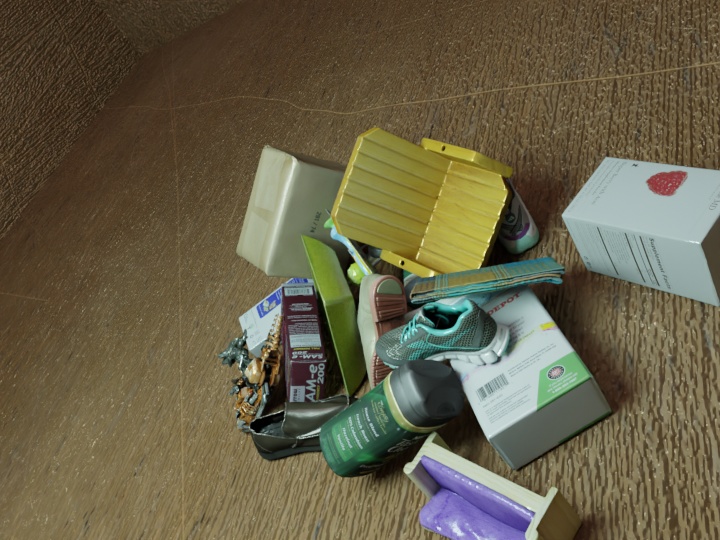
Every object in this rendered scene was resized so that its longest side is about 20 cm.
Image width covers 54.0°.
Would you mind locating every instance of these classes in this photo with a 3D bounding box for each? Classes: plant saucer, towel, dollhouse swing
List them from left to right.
[{"bbox_3d":[-0.036,0.065,1.137,0.047,0.201,0.201,-16,35,-5],"label":"plant saucer"},{"bbox_3d":[0.090,-0.099,1.053,0.181,0.175,0.202,26,97,44],"label":"dollhouse swing"},{"bbox_3d":[0.170,0.013,0.958,0.198,0.022,0.147,-10,5,11],"label":"towel"}]

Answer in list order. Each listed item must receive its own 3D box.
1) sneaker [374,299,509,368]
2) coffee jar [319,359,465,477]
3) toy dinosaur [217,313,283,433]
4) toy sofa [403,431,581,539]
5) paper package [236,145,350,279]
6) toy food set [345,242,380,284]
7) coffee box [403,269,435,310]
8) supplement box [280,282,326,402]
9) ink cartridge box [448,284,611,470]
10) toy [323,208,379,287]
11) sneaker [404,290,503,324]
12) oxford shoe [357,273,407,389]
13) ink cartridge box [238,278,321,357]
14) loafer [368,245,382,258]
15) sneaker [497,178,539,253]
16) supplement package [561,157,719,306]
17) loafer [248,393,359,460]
[{"bbox_3d":[0.093,0.077,0.934,0.199,0.091,0.078,-15,42,36],"label":"sneaker"},{"bbox_3d":[0.041,0.194,0.928,0.200,0.104,0.086,-44,57,35],"label":"coffee jar"},{"bbox_3d":[-0.165,0.170,1.186,0.200,0.102,0.136,-50,32,5],"label":"toy dinosaur"},{"bbox_3d":[0.142,0.276,0.820,0.199,0.083,0.098,15,59,49],"label":"toy sofa"},{"bbox_3d":[-0.095,-0.095,1.220,0.103,0.189,0.202,29,107,43],"label":"paper package"},{"bbox_3d":[0.002,-0.074,1.354,0.200,0.061,0.143,-42,35,-3],"label":"toy food set"},{"bbox_3d":[0.129,-0.043,1.170,0.122,0.044,0.202,-15,60,31],"label":"coffee box"},{"bbox_3d":[-0.098,0.122,1.177,0.060,0.110,0.201,-1,37,-10],"label":"supplement box"},{"bbox_3d":[0.206,0.130,0.921,0.144,0.084,0.201,-34,35,9],"label":"ink cartridge box"},{"bbox_3d":[0.000,0.000,1.140,0.047,0.115,0.201,-33,75,7],"label":"toy"},{"bbox_3d":[0.152,0.080,1.053,0.199,0.074,0.083,-29,53,20],"label":"sneaker"},{"bbox_3d":[0.033,0.102,1.051,0.070,0.202,0.074,-5,10,-28],"label":"oxford shoe"},{"bbox_3d":[-0.133,0.070,1.327,0.199,0.039,0.100,-37,40,7],"label":"ink cartridge box"},{"bbox_3d":[0.042,-0.088,1.222,0.074,0.070,0.200,-5,24,-1],"label":"loafer"},{"bbox_3d":[0.217,-0.132,1.153,0.077,0.140,0.201,-34,36,6],"label":"sneaker"},{"bbox_3d":[0.394,-0.058,0.929,0.121,0.120,0.199,-49,36,-16],"label":"supplement package"},{"bbox_3d":[-0.090,0.236,1.083,0.199,0.071,0.073,-25,37,19],"label":"loafer"}]
